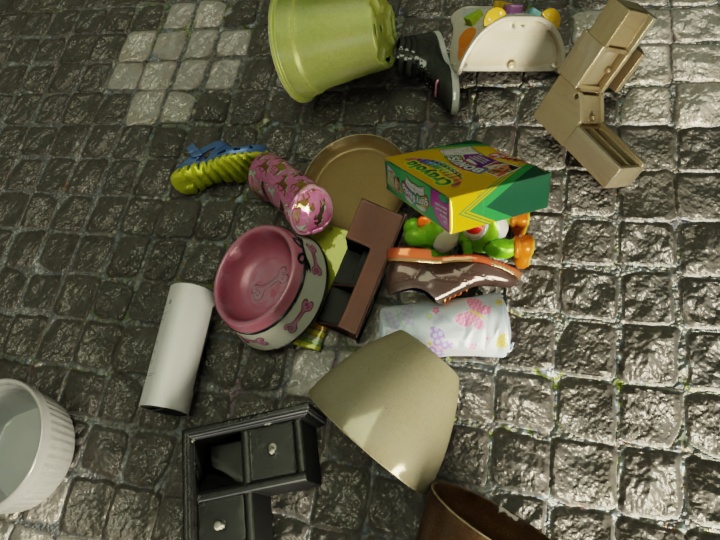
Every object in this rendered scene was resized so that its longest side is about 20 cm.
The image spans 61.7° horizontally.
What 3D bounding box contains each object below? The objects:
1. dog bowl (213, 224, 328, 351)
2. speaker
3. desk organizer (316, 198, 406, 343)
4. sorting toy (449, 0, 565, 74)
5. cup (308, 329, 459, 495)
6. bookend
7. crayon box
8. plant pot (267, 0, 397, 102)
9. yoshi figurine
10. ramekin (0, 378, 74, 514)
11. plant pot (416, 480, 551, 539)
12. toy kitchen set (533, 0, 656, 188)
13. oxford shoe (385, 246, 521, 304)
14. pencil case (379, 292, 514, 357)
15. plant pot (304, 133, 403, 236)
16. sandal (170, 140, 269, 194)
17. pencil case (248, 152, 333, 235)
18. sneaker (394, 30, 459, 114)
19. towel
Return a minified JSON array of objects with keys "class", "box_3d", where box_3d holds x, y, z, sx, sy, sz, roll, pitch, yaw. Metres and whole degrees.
[{"class":"dog bowl","box_3d":[-0.150,0.019,0.959,0.196,0.074,0.205,-15,60,27]},{"class":"speaker","box_3d":[-0.294,0.128,0.973,0.079,0.082,0.205,1,66,15]},{"class":"desk organizer","box_3d":[0.000,0.000,0.937,0.075,0.072,0.204,21,78,6]},{"class":"sorting toy","box_3d":[0.241,-0.424,1.055,0.194,0.109,0.182,-4,38,-12]},{"class":"cup","box_3d":[0.050,0.167,0.790,0.199,0.201,0.144,36,82,26]},{"class":"bookend","box_3d":[-0.141,0.313,0.842,0.193,0.092,0.205,-13,65,9]},{"class":"crayon box","box_3d":[0.153,-0.133,0.902,0.168,0.060,0.200,-14,29,-20]},{"class":"plant pot","box_3d":[-0.037,-0.415,1.069,0.179,0.201,0.206,-1,65,22]},{"class":"yoshi figurine","box_3d":[0.162,-0.045,0.938,0.194,0.113,0.115,1,106,0]},{"class":"ramekin","box_3d":[-0.554,0.286,0.959,0.194,0.105,0.206,-6,65,13]},{"class":"plant pot","box_3d":[0.126,0.390,0.704,0.184,0.186,0.204,24,88,23]},{"class":"toy kitchen set","box_3d":[0.417,-0.268,0.925,0.160,0.202,0.182,-10,54,-38]},{"class":"oxford shoe","box_3d":[0.131,0.015,0.865,0.194,0.071,0.075,6,80,4]},{"class":"pencil case","box_3d":[0.121,0.089,0.878,0.194,0.083,0.093,-9,66,10]},{"class":"plant pot","box_3d":[-0.008,-0.145,1.050,0.194,0.028,0.205,-6,65,12]},{"class":"sandal","box_3d":[-0.260,-0.208,1.120,0.194,0.080,0.089,-7,60,10]},{"class":"pencil case","box_3d":[-0.121,-0.130,1.009,0.084,0.086,0.199,-54,40,3]},{"class":"sneaker","box_3d":[0.114,-0.347,1.073,0.096,0.071,0.204,-7,57,-7]},{"class":"towel","box_3d":[-0.071,0.024,0.983,0.084,0.018,0.205,16,78,14]}]
